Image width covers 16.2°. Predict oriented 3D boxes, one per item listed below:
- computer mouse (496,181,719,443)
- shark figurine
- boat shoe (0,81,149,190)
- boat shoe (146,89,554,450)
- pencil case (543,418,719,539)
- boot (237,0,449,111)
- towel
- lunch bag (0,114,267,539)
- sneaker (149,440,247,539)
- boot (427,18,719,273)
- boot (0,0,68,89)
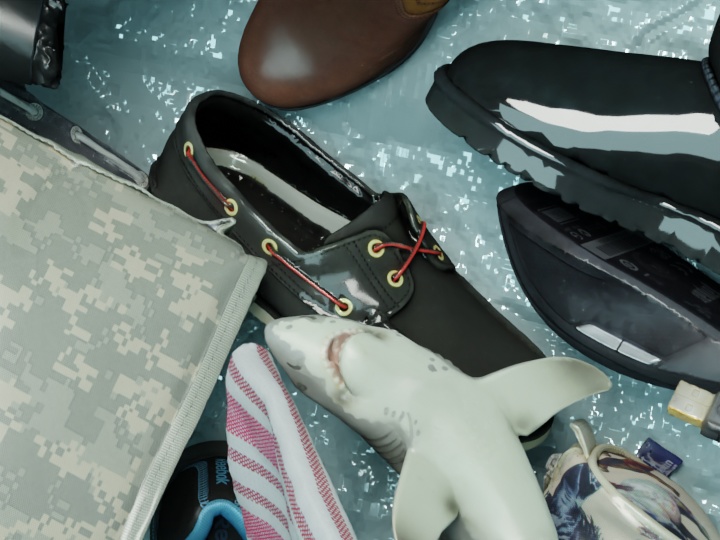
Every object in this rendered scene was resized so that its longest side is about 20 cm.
[{"bbox_3d":[0.121,0.038,0.962,0.200,0.140,0.046,32,110,13],"label":"computer mouse"},{"bbox_3d":[0.041,0.117,0.978,0.128,0.089,0.215,-10,77,-21],"label":"shark figurine"},{"bbox_3d":[-0.168,-0.067,1.052,0.200,0.068,0.072,35,155,-19],"label":"boat shoe"},{"bbox_3d":[-0.001,0.001,1.032,0.201,0.074,0.063,36,127,15],"label":"boat shoe"},{"bbox_3d":[0.062,0.156,1.036,0.089,0.078,0.200,48,111,19],"label":"pencil case"},{"bbox_3d":[-0.002,-0.116,0.948,0.188,0.200,0.069,-29,88,21],"label":"boot"},{"bbox_3d":[-0.019,0.146,0.935,0.030,0.146,0.200,-14,124,-12],"label":"towel"},{"bbox_3d":[-0.146,0.043,0.982,0.164,0.118,0.200,28,77,-7],"label":"lunch bag"},{"bbox_3d":[-0.060,0.177,1.072,0.073,0.082,0.200,-7,99,-5],"label":"sneaker"},{"bbox_3d":[0.143,-0.089,0.962,0.198,0.073,0.163,27,110,7],"label":"boot"},{"bbox_3d":[-0.189,-0.095,0.940,0.162,0.198,0.073,9,130,-10],"label":"boot"}]
